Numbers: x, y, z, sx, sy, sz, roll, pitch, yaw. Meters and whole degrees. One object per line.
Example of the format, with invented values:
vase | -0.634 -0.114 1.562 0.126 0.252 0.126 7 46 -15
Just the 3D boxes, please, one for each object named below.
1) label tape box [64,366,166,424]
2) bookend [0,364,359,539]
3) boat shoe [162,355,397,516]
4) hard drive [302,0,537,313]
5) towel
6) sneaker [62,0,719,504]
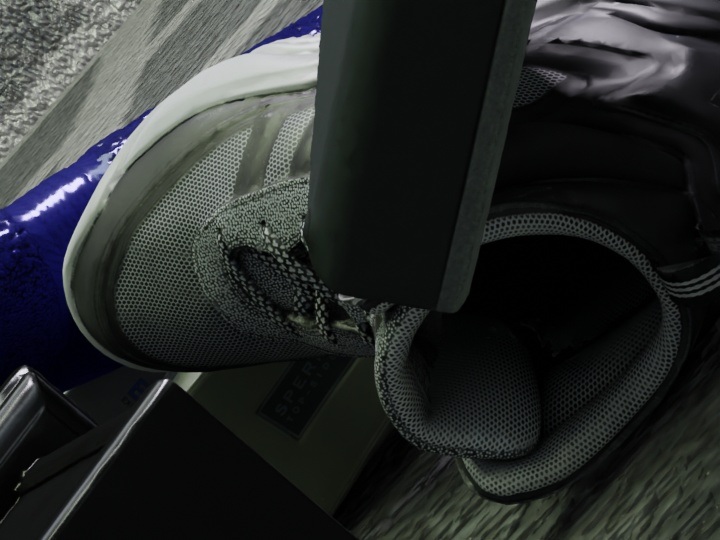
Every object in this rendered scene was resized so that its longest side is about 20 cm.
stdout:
label tape box | -0.078 0.048 0.946 0.200 0.063 0.144 -49 11 4
bookend | -0.061 0.101 0.592 0.199 0.092 0.200 -54 12 -26
boat shoe | 0.000 0.001 0.764 0.201 0.070 0.072 -51 13 7
hard drive | 0.023 -0.112 0.535 0.140 0.033 0.200 -88 10 -62
towel | -0.071 0.002 0.801 0.200 0.050 0.148 -34 -2 -19
sneaker | 0.004 -0.001 0.639 0.200 0.076 0.114 -19 28 29
